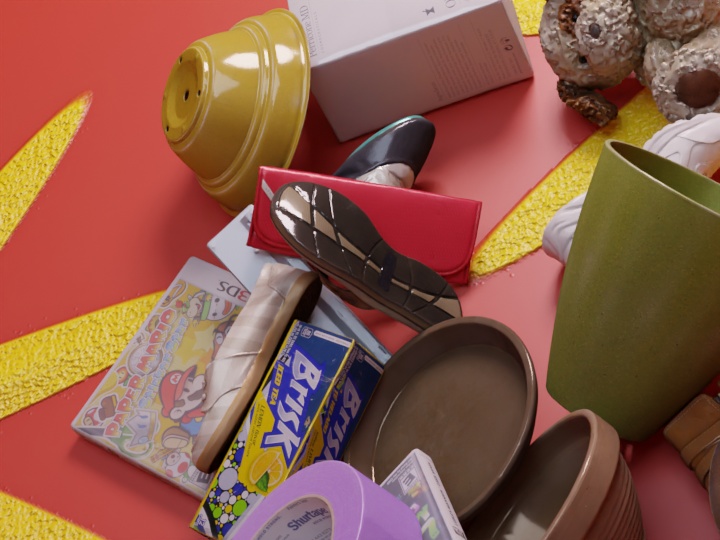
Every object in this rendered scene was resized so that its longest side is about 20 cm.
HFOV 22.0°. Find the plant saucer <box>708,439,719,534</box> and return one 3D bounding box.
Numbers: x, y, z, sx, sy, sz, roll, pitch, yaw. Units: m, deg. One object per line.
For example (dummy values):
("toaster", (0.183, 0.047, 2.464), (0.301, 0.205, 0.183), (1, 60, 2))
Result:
("plant saucer", (0.357, 0.165, 1.358), (0.200, 0.032, 0.200), (2, 56, -4))

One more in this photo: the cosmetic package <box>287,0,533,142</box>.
("cosmetic package", (0.037, -0.260, 1.771), (0.200, 0.123, 0.200), (-20, 53, 11))

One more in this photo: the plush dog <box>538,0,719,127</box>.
("plush dog", (0.242, -0.225, 1.659), (0.172, 0.160, 0.200), (-9, 98, 19))

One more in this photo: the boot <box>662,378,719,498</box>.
("boot", (0.285, 0.168, 1.412), (0.200, 0.077, 0.155), (-39, 59, -13))

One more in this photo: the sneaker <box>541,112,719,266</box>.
("sneaker", (0.259, -0.050, 1.585), (0.200, 0.078, 0.099), (-39, 62, 2))

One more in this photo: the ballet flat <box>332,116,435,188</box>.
("ballet flat", (-0.007, -0.060, 1.684), (0.200, 0.073, 0.073), (-33, 52, 6))

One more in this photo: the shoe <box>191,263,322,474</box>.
("shoe", (-0.100, 0.082, 1.598), (0.053, 0.070, 0.200), (24, 72, 13))

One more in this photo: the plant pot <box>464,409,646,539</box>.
("plant pot", (0.151, 0.212, 1.408), (0.093, 0.201, 0.201), (37, 73, -6))

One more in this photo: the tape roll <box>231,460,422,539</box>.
("tape roll", (-0.043, 0.246, 1.410), (0.200, 0.066, 0.200), (-42, 25, 26))

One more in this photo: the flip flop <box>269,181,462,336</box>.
("flip flop", (0.000, 0.000, 1.602), (0.058, 0.200, 0.081), (-39, 22, 44))

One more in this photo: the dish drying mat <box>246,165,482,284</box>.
("dish drying mat", (0.003, -0.040, 1.635), (0.200, 0.018, 0.077), (10, 95, -1))

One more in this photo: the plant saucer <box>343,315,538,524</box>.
("plant saucer", (0.069, 0.131, 1.523), (0.200, 0.029, 0.200), (-27, 45, 31))

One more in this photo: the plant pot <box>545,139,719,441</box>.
("plant pot", (0.232, 0.027, 1.470), (0.187, 0.187, 0.200), (36, 107, 35))

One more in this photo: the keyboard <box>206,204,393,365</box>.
("keyboard", (-0.053, 0.029, 1.642), (0.056, 0.011, 0.200), (-44, 75, 3))

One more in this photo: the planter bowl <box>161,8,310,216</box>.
("planter bowl", (-0.131, -0.155, 1.725), (0.200, 0.083, 0.201), (-30, 55, 54))

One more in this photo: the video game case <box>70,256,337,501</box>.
("video game case", (-0.139, 0.097, 1.670), (0.182, 0.023, 0.200), (23, 69, 32))

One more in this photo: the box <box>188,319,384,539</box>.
("box", (-0.060, 0.148, 1.562), (0.070, 0.064, 0.200), (18, 75, 34))

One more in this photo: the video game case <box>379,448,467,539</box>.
("video game case", (0.001, 0.253, 1.426), (0.200, 0.023, 0.182), (-48, 24, 11))
